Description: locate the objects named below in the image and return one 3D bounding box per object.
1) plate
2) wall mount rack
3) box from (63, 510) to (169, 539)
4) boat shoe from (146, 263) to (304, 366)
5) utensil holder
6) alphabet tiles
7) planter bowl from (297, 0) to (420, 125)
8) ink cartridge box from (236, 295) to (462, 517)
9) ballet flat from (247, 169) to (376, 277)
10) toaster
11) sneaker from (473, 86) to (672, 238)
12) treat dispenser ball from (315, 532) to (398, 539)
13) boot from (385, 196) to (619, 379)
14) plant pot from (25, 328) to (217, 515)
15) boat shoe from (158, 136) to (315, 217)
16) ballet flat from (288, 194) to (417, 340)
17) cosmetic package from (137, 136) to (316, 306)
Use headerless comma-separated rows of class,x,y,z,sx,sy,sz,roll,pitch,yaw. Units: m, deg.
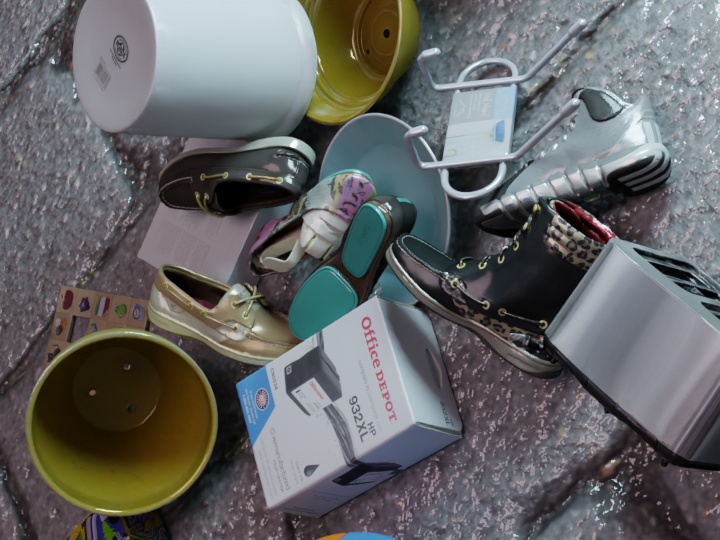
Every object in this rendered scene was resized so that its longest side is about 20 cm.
plate,0.028,-0.061,1.687,0.200,0.026,0.201,13,107,48
wall mount rack,0.135,-0.163,1.587,0.173,0.075,0.200,-6,46,18
box,-0.305,0.336,1.860,0.200,0.070,0.064,-44,56,22
boat shoe,-0.135,0.046,1.754,0.199,0.074,0.067,16,119,15
utensil holder,-0.173,-0.219,1.726,0.170,0.199,0.171,2,92,48
alphabet tiles,-0.325,0.124,1.978,0.167,0.008,0.201,8,83,41
planter bowl,0.003,-0.251,1.741,0.200,0.083,0.201,2,93,48
ink cartridge box,-0.014,0.138,1.659,0.200,0.084,0.146,-33,59,29
ballet flat,-0.053,-0.036,1.708,0.200,0.069,0.071,-29,29,50
toaster,0.263,0.074,1.368,0.181,0.200,0.119,44,111,39
sneaker,0.195,-0.109,1.569,0.199,0.075,0.116,-19,60,26
treat dispenser ball,-0.004,0.340,1.516,0.200,0.201,0.202,-12,70,37
boot,0.133,-0.014,1.539,0.203,0.073,0.154,36,119,18
plant pot,-0.263,0.147,1.805,0.201,0.199,0.142,-64,16,6
boat shoe,-0.141,-0.091,1.767,0.201,0.072,0.061,-11,51,34
ballet flat,0.000,0.000,1.661,0.068,0.068,0.200,52,131,17
cosmetic package,-0.151,-0.073,1.856,0.151,0.052,0.201,30,98,42
